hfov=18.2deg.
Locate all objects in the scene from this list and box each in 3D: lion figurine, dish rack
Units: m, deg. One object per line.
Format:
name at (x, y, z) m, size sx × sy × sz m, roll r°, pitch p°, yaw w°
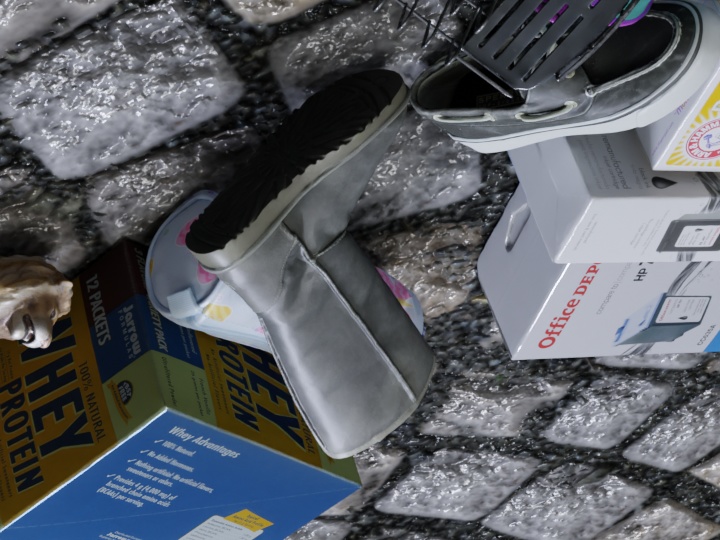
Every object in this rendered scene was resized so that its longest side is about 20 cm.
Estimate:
lion figurine at (-0.277, 0.047, 1.427) m, size 0.122 × 0.073 × 0.200 m, roll -6°, pitch 161°, yaw -45°
dish rack at (0.052, -0.179, 1.192) m, size 0.200 × 0.055 × 0.153 m, roll 35°, pitch 128°, yaw -10°

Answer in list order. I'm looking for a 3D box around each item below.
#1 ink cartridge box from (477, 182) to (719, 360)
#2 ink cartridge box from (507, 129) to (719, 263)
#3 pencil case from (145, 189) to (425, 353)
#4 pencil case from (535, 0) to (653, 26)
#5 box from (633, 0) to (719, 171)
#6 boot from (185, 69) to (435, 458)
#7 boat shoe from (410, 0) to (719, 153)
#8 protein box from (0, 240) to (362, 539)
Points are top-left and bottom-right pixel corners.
ink cartridge box at (0.201, -0.015, 1.534) m, size 0.200 × 0.086 × 0.147 m, roll -3°, pitch 143°, yaw -24°
ink cartridge box at (0.203, -0.069, 1.433) m, size 0.200 × 0.116 × 0.067 m, roll -2°, pitch 141°, yaw -24°
pencil case at (-0.048, 0.020, 1.464) m, size 0.083 × 0.091 × 0.200 m, roll 2°, pitch 162°, yaw 43°
pencil case at (0.163, -0.223, 1.218) m, size 0.085 × 0.092 × 0.200 m, roll 31°, pitch 135°, yaw -1°
box at (0.242, -0.158, 1.338) m, size 0.112 × 0.101 × 0.200 m, roll 0°, pitch 142°, yaw -25°
boot at (0.000, -0.001, 1.393) m, size 0.182 × 0.073 × 0.200 m, roll -43°, pitch 124°, yaw -6°
boat shoe at (0.118, -0.116, 1.326) m, size 0.200 × 0.071 × 0.064 m, roll -17°, pitch 153°, yaw 38°
protein box at (-0.146, 0.115, 1.509) m, size 0.200 × 0.135 × 0.198 m, roll -36°, pitch 142°, yaw 24°
